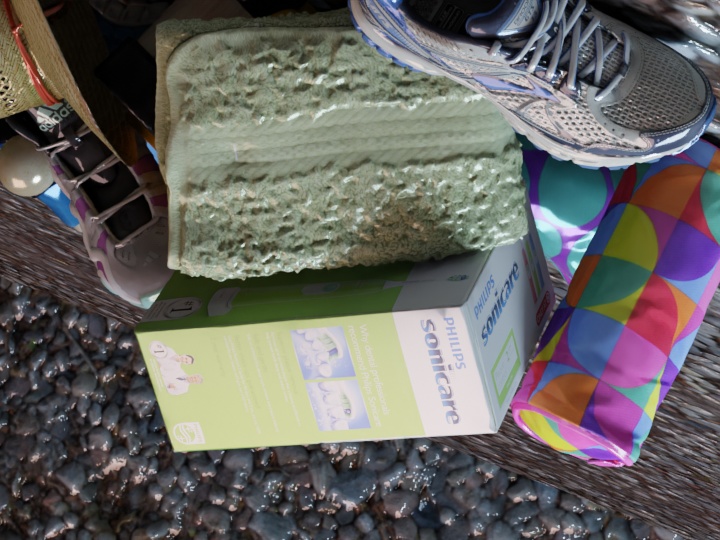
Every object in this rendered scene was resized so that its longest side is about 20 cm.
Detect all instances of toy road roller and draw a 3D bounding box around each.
[{"bbox_3d":[-0.050,-0.087,1.474,0.146,0.123,0.200,46,179,17],"label":"toy road roller"}]

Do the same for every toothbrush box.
[{"bbox_3d":[-0.006,0.025,1.460,0.198,0.146,0.087,-7,117,22],"label":"toothbrush box"}]

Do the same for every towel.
[{"bbox_3d":[-0.010,-0.069,1.371,0.198,0.150,0.037,-5,-161,-4],"label":"towel"}]

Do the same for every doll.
[{"bbox_3d":[-0.218,-0.084,1.719,0.137,0.048,0.200,63,179,-14],"label":"doll"}]

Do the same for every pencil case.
[{"bbox_3d":[0.095,-0.052,1.558,0.199,0.093,0.085,27,170,-31],"label":"pencil case"},{"bbox_3d":[0.163,0.016,1.472,0.088,0.201,0.088,29,168,7],"label":"pencil case"}]

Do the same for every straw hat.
[{"bbox_3d":[-0.204,-0.137,1.461,0.085,0.202,0.201,-22,165,3],"label":"straw hat"}]

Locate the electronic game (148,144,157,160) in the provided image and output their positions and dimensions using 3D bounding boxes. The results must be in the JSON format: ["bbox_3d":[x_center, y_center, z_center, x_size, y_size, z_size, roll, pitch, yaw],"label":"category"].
[{"bbox_3d":[-0.066,-0.048,1.777,0.199,0.042,0.200,26,153,14],"label":"electronic game"}]

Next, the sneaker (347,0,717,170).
[{"bbox_3d":[0.083,-0.113,1.287,0.199,0.078,0.085,21,167,8],"label":"sneaker"}]

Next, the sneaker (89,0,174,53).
[{"bbox_3d":[-0.153,-0.143,1.701,0.199,0.075,0.087,19,169,30],"label":"sneaker"}]

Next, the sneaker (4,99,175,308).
[{"bbox_3d":[-0.170,-0.073,1.557,0.140,0.078,0.200,50,-175,-49],"label":"sneaker"}]
